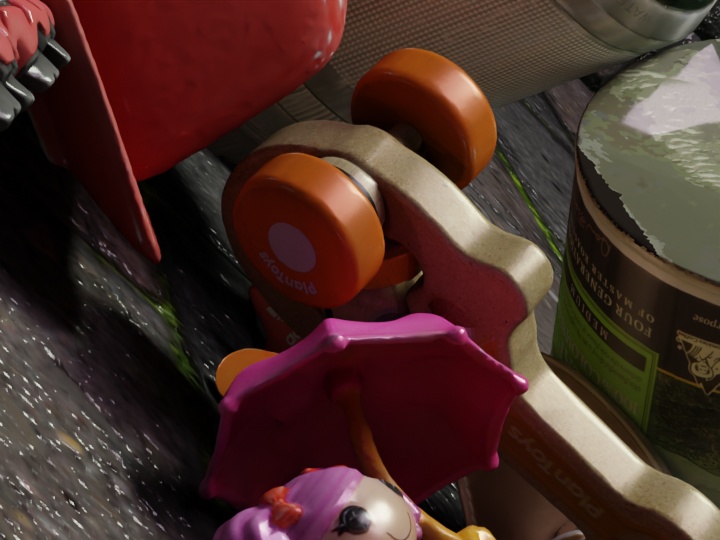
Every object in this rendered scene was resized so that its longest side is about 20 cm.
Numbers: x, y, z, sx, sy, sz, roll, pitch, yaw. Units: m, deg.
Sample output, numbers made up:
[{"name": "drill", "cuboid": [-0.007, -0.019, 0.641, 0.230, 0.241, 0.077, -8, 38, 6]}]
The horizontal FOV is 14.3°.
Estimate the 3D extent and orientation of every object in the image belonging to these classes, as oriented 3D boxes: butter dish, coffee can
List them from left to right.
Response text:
[{"name": "butter dish", "cuboid": [-0.059, -0.129, 0.907, 0.200, 0.147, 0.200, -128, -162, -71]}, {"name": "coffee can", "cuboid": [0.139, 0.039, 1.031, 0.146, 0.146, 0.200, -123, -152, -44]}]

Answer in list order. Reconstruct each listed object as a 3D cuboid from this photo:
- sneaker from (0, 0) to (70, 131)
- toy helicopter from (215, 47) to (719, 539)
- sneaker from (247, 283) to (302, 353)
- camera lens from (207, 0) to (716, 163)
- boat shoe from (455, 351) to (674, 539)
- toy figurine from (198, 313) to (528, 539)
[{"name": "sneaker", "cuboid": [-0.133, -0.061, 0.750, 0.098, 0.071, 0.200, 39, 5, -6]}, {"name": "toy helicopter", "cuboid": [0.033, 0.037, 0.896, 0.200, 0.132, 0.079, 44, 53, 2]}, {"name": "sneaker", "cuboid": [0.000, 0.000, 1.070, 0.085, 0.075, 0.200, 51, 10, -7]}, {"name": "camera lens", "cuboid": [0.024, -0.134, 1.040, 0.160, 0.200, 0.160, 32, 48, -45]}, {"name": "boat shoe", "cuboid": [0.077, 0.111, 0.934, 0.064, 0.071, 0.200, 14, 44, -59]}, {"name": "toy figurine", "cuboid": [0.029, 0.095, 0.787, 0.184, 0.150, 0.200, 36, 34, 13]}]
